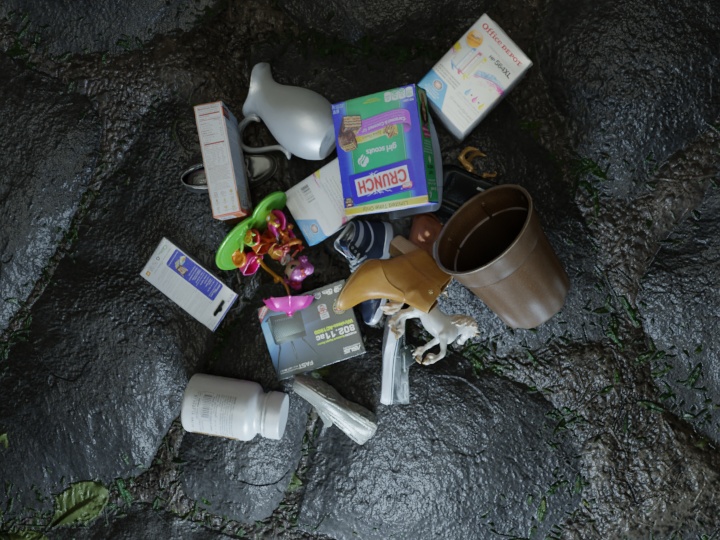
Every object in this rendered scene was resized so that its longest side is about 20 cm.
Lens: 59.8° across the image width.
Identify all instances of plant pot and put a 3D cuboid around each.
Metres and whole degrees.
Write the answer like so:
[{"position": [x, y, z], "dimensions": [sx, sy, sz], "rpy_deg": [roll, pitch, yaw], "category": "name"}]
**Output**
[{"position": [0.268, -0.013, 1.136], "dimensions": [0.200, 0.201, 0.198], "rpy_deg": [-42, 119, 6], "category": "plant pot"}]

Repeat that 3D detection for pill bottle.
[{"position": [-0.248, 0.278, 1.259], "dimensions": [0.195, 0.114, 0.118], "rpy_deg": [8, 94, 5], "category": "pill bottle"}]

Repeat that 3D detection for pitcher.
[{"position": [-0.145, -0.281, 1.224], "dimensions": [0.198, 0.121, 0.174], "rpy_deg": [33, 109, 14], "category": "pitcher"}]

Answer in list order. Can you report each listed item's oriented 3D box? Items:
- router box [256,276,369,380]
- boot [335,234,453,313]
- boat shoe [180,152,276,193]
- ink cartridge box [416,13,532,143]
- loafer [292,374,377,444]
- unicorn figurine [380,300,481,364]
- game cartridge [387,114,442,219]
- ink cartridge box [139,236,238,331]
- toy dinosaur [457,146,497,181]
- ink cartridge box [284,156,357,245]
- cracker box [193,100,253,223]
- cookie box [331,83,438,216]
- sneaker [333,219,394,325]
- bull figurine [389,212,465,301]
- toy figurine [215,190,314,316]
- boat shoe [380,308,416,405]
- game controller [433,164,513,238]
[{"position": [-0.095, 0.116, 1.260], "dimensions": [0.196, 0.062, 0.153], "rpy_deg": [-18, 92, 7], "category": "router box"}, {"position": [0.065, 0.035, 1.137], "dimensions": [0.143, 0.071, 0.201], "rpy_deg": [40, 68, 22], "category": "boot"}, {"position": [-0.267, -0.194, 1.263], "dimensions": [0.195, 0.057, 0.069], "rpy_deg": [-10, 92, 6], "category": "boat shoe"}, {"position": [0.216, -0.363, 1.170], "dimensions": [0.129, 0.125, 0.200], "rpy_deg": [45, 97, 2], "category": "ink cartridge box"}, {"position": [-0.058, 0.281, 1.256], "dimensions": [0.198, 0.070, 0.070], "rpy_deg": [34, 103, -5], "category": "loafer"}, {"position": [0.141, 0.108, 1.186], "dimensions": [0.137, 0.074, 0.201], "rpy_deg": [-45, 104, -12], "category": "unicorn figurine"}, {"position": [0.094, -0.208, 1.202], "dimensions": [0.131, 0.040, 0.205], "rpy_deg": [-6, 93, 47], "category": "game cartridge"}, {"position": [-0.351, 0.027, 1.295], "dimensions": [0.198, 0.037, 0.096], "rpy_deg": [37, 95, 5], "category": "ink cartridge box"}, {"position": [0.197, -0.185, 1.215], "dimensions": [0.196, 0.060, 0.109], "rpy_deg": [21, 97, 5], "category": "toy dinosaur"}, {"position": [-0.042, -0.151, 1.236], "dimensions": [0.197, 0.068, 0.117], "rpy_deg": [-31, 89, 7], "category": "ink cartridge box"}, {"position": [-0.253, -0.197, 1.175], "dimensions": [0.056, 0.134, 0.205], "rpy_deg": [-10, 89, 1], "category": "cracker box"}, {"position": [0.045, -0.210, 1.127], "dimensions": [0.167, 0.075, 0.206], "rpy_deg": [-6, 94, 26], "category": "cookie box"}, {"position": [0.000, 0.000, 1.217], "dimensions": [0.106, 0.070, 0.206], "rpy_deg": [8, 88, -34], "category": "sneaker"}, {"position": [0.125, -0.010, 1.230], "dimensions": [0.119, 0.065, 0.205], "rpy_deg": [16, 100, -2], "category": "bull figurine"}, {"position": [-0.150, -0.013, 1.188], "dimensions": [0.184, 0.149, 0.201], "rpy_deg": [47, 113, 16], "category": "toy figurine"}, {"position": [0.079, 0.169, 1.249], "dimensions": [0.069, 0.072, 0.205], "rpy_deg": [3, 104, -2], "category": "boat shoe"}, {"position": [0.226, -0.127, 1.206], "dimensions": [0.196, 0.042, 0.106], "rpy_deg": [23, 116, -2], "category": "game controller"}]
